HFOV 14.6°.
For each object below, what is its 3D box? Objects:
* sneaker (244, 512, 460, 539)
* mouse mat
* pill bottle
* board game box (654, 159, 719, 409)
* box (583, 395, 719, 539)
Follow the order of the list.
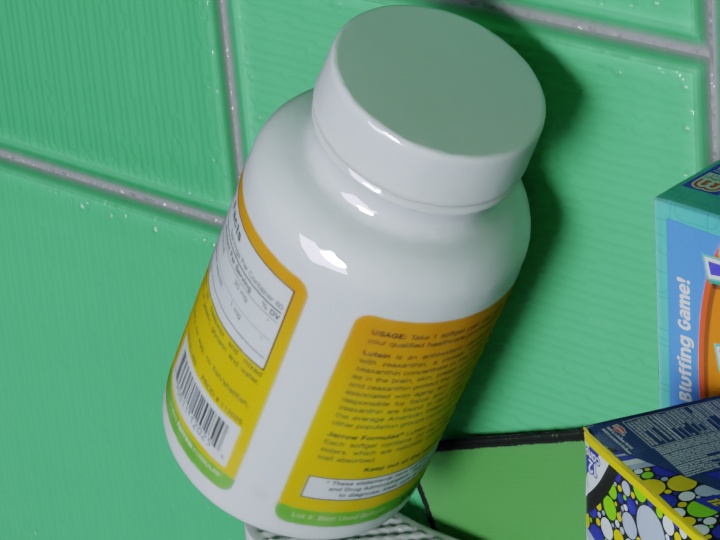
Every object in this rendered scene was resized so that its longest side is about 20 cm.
[{"bbox_3d":[0.033,0.172,1.158,0.200,0.072,0.115,30,135,46],"label":"sneaker"},{"bbox_3d":[0.102,0.157,1.128,0.160,0.008,0.201,-8,106,48],"label":"mouse mat"},{"bbox_3d":[0.000,0.000,1.069,0.111,0.111,0.201,43,136,21],"label":"pill bottle"},{"bbox_3d":[0.191,0.059,0.952,0.199,0.045,0.153,18,123,40],"label":"board game box"},{"bbox_3d":[0.144,0.114,0.893,0.200,0.064,0.070,-136,38,-57],"label":"box"}]
